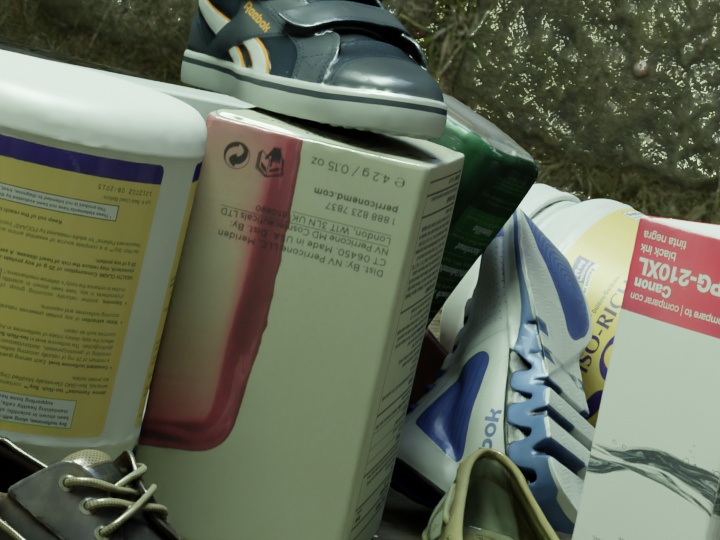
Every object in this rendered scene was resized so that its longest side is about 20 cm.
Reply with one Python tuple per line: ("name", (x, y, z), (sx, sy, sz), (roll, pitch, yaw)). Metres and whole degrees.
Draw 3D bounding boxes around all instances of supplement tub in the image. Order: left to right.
("supplement tub", (-0.157, 0.010, 0.998), (0.145, 0.201, 0.145), (14, 8, -2))
("supplement tub", (0.162, 0.047, 1.320), (0.200, 0.146, 0.145), (29, 15, 27))

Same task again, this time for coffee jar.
("coffee jar", (0.000, 0.000, 1.180), (0.104, 0.200, 0.085), (35, 11, 25))

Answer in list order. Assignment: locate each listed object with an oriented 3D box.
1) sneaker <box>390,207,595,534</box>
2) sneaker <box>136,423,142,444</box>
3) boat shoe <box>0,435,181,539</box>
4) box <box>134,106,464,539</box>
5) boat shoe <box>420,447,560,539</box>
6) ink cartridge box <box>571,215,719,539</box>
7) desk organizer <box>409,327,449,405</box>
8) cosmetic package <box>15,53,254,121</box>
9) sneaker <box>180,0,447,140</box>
("sneaker", (0.061, 0.066, 1.194), (0.115, 0.200, 0.081), (-24, -45, 23))
("sneaker", (-0.180, 0.029, 1.123), (0.199, 0.115, 0.075), (8, 11, -35))
("boat shoe", (-0.114, 0.106, 0.878), (0.199, 0.074, 0.074), (18, 10, 22))
("box", (-0.030, 0.030, 1.075), (0.109, 0.201, 0.128), (14, 8, 8))
("boat shoe", (0.068, 0.135, 1.017), (0.073, 0.063, 0.201), (13, 9, -6))
("ink cartridge box", (0.186, 0.084, 1.086), (0.144, 0.201, 0.084), (5, 9, -45))
("desk organizer", (0.001, 0.049, 1.339), (0.077, 0.072, 0.200), (50, -4, -20))
("cosmetic package", (-0.136, -0.030, 1.215), (0.199, 0.151, 0.052), (10, 8, -30))
("sneaker", (-0.024, -0.113, 1.078), (0.078, 0.080, 0.200), (7, 9, -35))
